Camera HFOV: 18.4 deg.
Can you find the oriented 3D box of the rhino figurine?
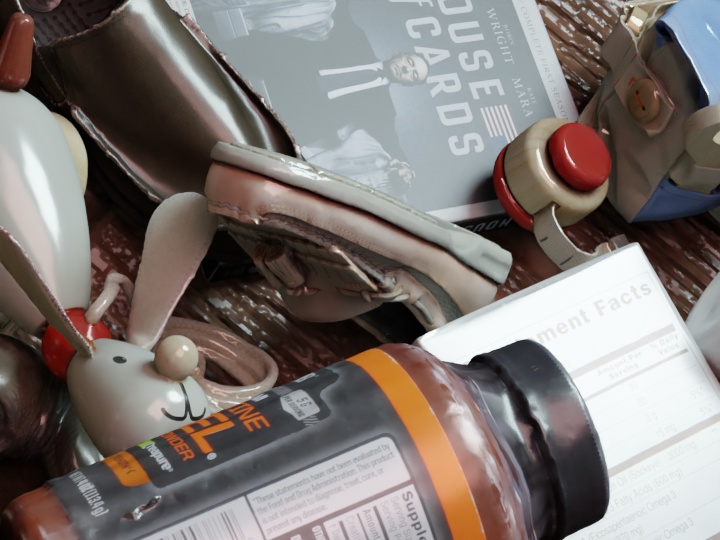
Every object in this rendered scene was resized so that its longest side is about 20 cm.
[{"bbox_3d":[-0.153,0.055,0.845,0.199,0.060,0.088,19,44,-17],"label":"rhino figurine"}]

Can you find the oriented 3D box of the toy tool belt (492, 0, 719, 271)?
[{"bbox_3d":[0.161,-0.078,0.991,0.199,0.123,0.125,-16,75,-41],"label":"toy tool belt"}]

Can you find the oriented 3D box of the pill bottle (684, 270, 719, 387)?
[{"bbox_3d":[0.237,0.060,0.917,0.200,0.116,0.116,43,57,-3],"label":"pill bottle"}]

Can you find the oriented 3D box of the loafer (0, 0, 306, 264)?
[{"bbox_3d":[-0.098,-0.082,0.911,0.200,0.071,0.073,42,75,10],"label":"loafer"}]

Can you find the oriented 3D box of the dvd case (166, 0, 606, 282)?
[{"bbox_3d":[0.002,-0.082,1.000,0.199,0.025,0.151,-11,72,-27],"label":"dvd case"}]

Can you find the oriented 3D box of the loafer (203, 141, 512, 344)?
[{"bbox_3d":[0.000,0.000,0.883,0.072,0.200,0.063,21,91,31],"label":"loafer"}]

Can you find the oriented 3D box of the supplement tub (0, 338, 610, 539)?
[{"bbox_3d":[-0.016,0.092,0.767,0.199,0.107,0.107,-22,76,-17],"label":"supplement tub"}]

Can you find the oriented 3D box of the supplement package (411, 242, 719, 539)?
[{"bbox_3d":[0.093,0.113,0.894,0.117,0.117,0.201,-23,77,-28],"label":"supplement package"}]

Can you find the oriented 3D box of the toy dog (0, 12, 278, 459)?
[{"bbox_3d":[-0.110,-0.021,0.841,0.200,0.097,0.132,36,28,14],"label":"toy dog"}]
